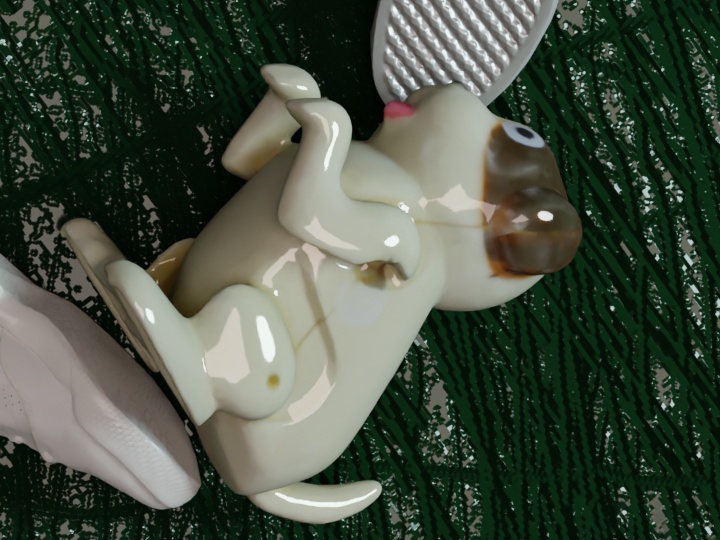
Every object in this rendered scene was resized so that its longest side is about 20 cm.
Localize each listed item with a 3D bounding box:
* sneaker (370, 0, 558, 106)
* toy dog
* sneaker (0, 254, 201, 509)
[{"bbox_3d":[0.062,-0.163,1.218,0.078,0.079,0.200,20,115,-4],"label":"sneaker"},{"bbox_3d":[0.000,0.000,1.185,0.200,0.140,0.194,-34,100,-7],"label":"toy dog"},{"bbox_3d":[-0.163,0.050,1.204,0.200,0.075,0.089,41,100,-3],"label":"sneaker"}]
